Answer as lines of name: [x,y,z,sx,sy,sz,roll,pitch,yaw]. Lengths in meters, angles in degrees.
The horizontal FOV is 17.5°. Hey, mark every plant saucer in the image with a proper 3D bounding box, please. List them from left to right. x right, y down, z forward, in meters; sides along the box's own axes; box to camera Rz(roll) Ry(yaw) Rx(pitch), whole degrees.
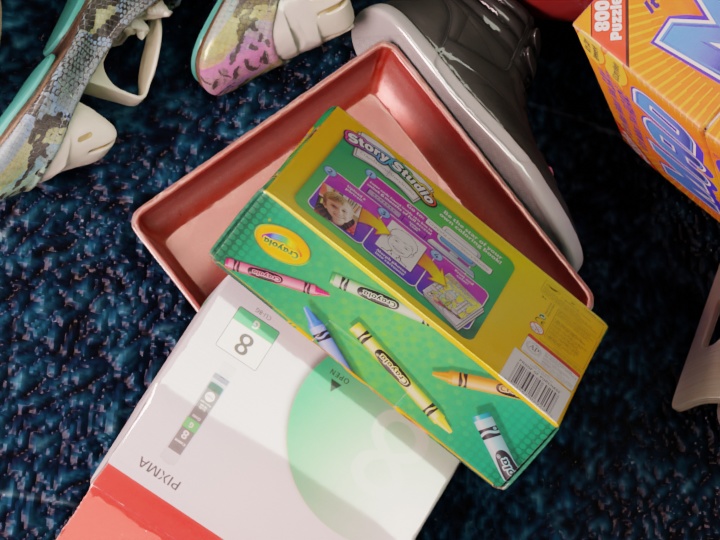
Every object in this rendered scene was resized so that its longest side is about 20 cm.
plant saucer: [0.000,0.000,1.331,0.199,0.037,0.200,-37,86,-24]

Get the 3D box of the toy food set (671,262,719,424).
toy food set: [0.291,0.085,1.426,0.200,0.060,0.144,34,48,-8]

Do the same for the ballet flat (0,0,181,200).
ballet flat: [-0.155,-0.101,1.302,0.074,0.074,0.200,31,61,-8]

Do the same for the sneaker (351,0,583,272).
sneaker: [0.090,-0.094,1.402,0.099,0.071,0.200,-35,87,-35]

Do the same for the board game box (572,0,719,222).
board game box: [0.274,-0.120,1.346,0.200,0.200,0.200,42,88,21]

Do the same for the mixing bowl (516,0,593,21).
mixing bowl: [0.125,-0.230,1.453,0.199,0.108,0.201,10,64,-20]

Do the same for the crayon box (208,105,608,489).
crayon box: [0.029,0.012,1.256,0.200,0.058,0.119,39,32,-1]

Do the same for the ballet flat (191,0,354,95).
ballet flat: [-0.023,-0.177,1.379,0.071,0.069,0.200,21,59,20]

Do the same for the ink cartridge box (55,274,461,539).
ink cartridge box: [-0.058,0.126,1.232,0.161,0.050,0.200,34,69,-4]
